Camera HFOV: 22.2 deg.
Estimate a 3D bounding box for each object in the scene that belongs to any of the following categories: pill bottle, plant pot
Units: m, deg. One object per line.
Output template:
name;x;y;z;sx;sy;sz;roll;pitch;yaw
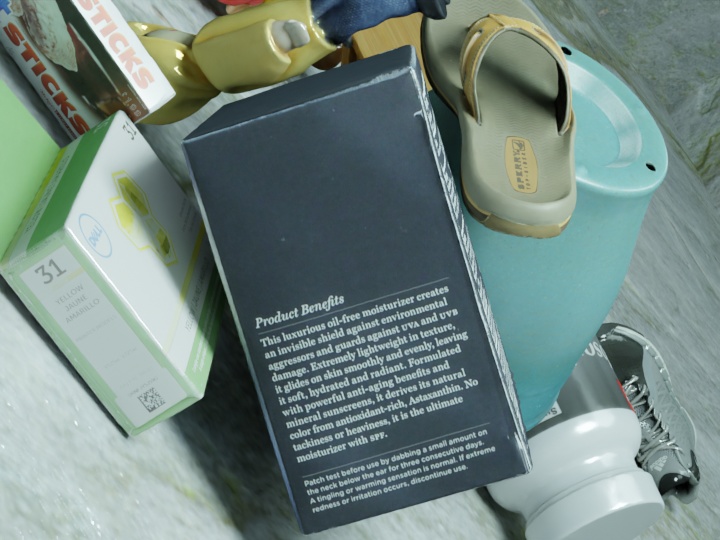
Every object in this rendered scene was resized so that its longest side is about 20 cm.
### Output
pill bottle;0.124;0.095;1.268;0.116;0.115;0.201;28;33;-60
plant pot;0.083;-0.033;1.120;0.199;0.188;0.201;20;40;-18

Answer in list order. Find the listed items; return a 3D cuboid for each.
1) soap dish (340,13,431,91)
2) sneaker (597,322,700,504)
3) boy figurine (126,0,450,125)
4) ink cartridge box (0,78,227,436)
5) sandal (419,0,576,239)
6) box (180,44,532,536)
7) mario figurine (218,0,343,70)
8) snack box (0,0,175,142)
soap dish;0.047;-0.090;1.344;0.158;0.081;0.201;100;-30;-59
sneaker;0.264;0.141;1.677;0.200;0.075;0.116;48;21;-34
boy figurine;-0.049;-0.138;1.030;0.124;0.198;0.065;-70;141;-68
ink cartridge box;-0.140;-0.038;0.858;0.201;0.048;0.146;55;17;-19
sandal;0.080;-0.100;0.994;0.201;0.079;0.054;-97;-169;-46
box;0.000;0.000;0.938;0.200;0.122;0.200;-81;155;-81
mario figurine;-0.041;-0.203;1.345;0.124;0.105;0.200;69;15;12
snack box;-0.174;-0.155;0.924;0.024;0.072;0.201;-43;102;-38
